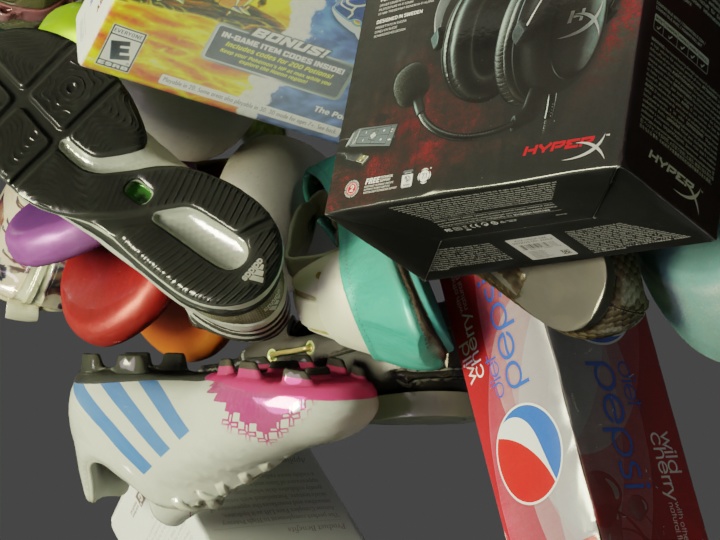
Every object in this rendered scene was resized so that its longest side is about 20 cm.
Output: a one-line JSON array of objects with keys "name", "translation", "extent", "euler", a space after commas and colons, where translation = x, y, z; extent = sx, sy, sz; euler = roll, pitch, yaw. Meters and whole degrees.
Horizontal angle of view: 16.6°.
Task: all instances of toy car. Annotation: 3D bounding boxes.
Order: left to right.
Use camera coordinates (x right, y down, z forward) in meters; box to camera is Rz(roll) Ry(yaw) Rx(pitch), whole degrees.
[{"name": "toy car", "translation": [-0.120, -0.040, 1.297], "extent": [0.175, 0.150, 0.200], "euler": [-4, 127, 48]}]

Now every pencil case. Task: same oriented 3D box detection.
[{"name": "pencil case", "translation": [-0.166, -0.066, 1.453], "extent": [0.090, 0.078, 0.201], "euler": [-76, 11, -59]}]

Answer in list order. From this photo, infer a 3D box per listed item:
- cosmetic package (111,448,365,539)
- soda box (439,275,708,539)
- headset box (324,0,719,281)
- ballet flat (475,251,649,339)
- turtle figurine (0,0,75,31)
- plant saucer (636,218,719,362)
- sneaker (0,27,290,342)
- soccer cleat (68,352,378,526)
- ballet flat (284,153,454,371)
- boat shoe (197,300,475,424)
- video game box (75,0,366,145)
[{"name": "cosmetic package", "translation": [-0.041, 0.178, 1.278], "extent": [0.200, 0.101, 0.074], "euler": [58, 134, 36]}, {"name": "soda box", "translation": [0.094, 0.054, 1.119], "extent": [0.063, 0.070, 0.201], "euler": [-33, 63, 46]}, {"name": "headset box", "translation": [0.079, -0.107, 1.017], "extent": [0.148, 0.077, 0.201], "euler": [-7, 63, 39]}, {"name": "ballet flat", "translation": [0.061, -0.027, 1.081], "extent": [0.200, 0.046, 0.068], "euler": [39, 113, 46]}, {"name": "turtle figurine", "translation": [-0.204, -0.184, 1.451], "extent": [0.200, 0.149, 0.101], "euler": [108, 157, -46]}, {"name": "plant saucer", "translation": [0.162, -0.062, 1.015], "extent": [0.200, 0.036, 0.201], "euler": [-36, 48, 52]}, {"name": "sneaker", "translation": [-0.113, -0.029, 1.194], "extent": [0.200, 0.076, 0.115], "euler": [40, 166, 20]}, {"name": "soccer cleat", "translation": [-0.067, 0.085, 1.222], "extent": [0.199, 0.070, 0.087], "euler": [0, 91, 43]}, {"name": "ballet flat", "translation": [0.000, 0.000, 1.183], "extent": [0.200, 0.070, 0.068], "euler": [-100, -12, -63]}, {"name": "boat shoe", "translation": [-0.016, 0.050, 1.272], "extent": [0.201, 0.072, 0.061], "euler": [-5, 82, 46]}, {"name": "video game box", "translation": [-0.008, -0.145, 1.147], "extent": [0.047, 0.199, 0.183], "euler": [-100, 32, -49]}]
